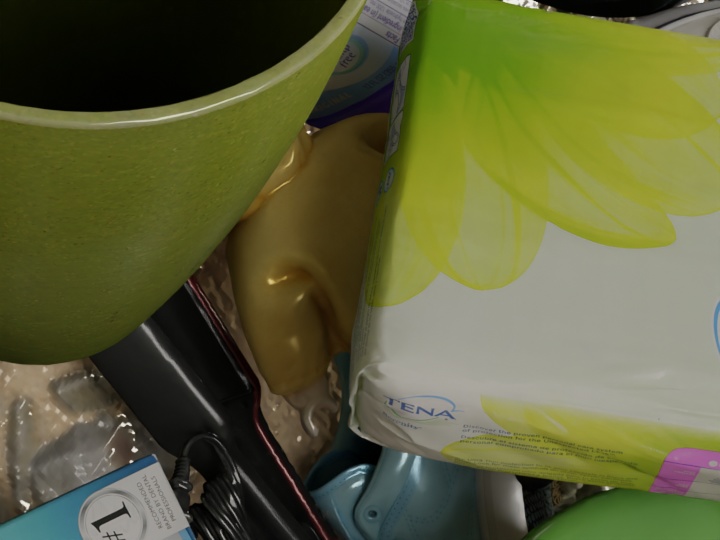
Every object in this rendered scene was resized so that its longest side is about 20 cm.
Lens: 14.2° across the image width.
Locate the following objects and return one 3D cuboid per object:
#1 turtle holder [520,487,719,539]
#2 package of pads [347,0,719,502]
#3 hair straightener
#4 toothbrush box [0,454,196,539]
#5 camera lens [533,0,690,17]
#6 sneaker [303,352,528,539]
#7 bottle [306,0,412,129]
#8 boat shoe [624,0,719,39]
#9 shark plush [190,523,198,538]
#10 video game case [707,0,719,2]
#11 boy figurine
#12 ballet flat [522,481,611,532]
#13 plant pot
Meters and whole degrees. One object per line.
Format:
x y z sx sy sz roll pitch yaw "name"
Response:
0.097 0.136 1.025 0.141 0.132 0.186 -24 80 -1 "turtle holder"
0.102 -0.001 0.973 0.200 0.068 0.155 10 66 0 "package of pads"
-0.056 0.079 1.032 0.077 0.041 0.200 -48 117 -48 "hair straightener"
-0.130 0.168 0.923 0.200 0.085 0.147 -24 86 -25 "toothbrush box"
0.101 -0.208 1.092 0.160 0.160 0.200 44 65 -30 "camera lens"
0.017 0.097 1.097 0.082 0.074 0.200 -7 93 -18 "sneaker"
-0.055 -0.115 1.019 0.200 0.084 0.065 27 56 -36 "bottle"
0.155 -0.064 1.060 0.200 0.066 0.072 -16 105 -17 "boat shoe"
-0.081 0.185 1.018 0.083 0.091 0.200 11 88 -7 "shark plush"
0.189 -0.177 1.149 0.018 0.143 0.200 30 45 3 "video game case"
0.000 0.000 1.029 0.200 0.064 0.124 33 70 -2 "boy figurine"
0.111 0.131 1.162 0.074 0.074 0.200 -40 113 -31 "ballet flat"
-0.097 -0.060 0.908 0.187 0.200 0.187 5 55 -7 "plant pot"
